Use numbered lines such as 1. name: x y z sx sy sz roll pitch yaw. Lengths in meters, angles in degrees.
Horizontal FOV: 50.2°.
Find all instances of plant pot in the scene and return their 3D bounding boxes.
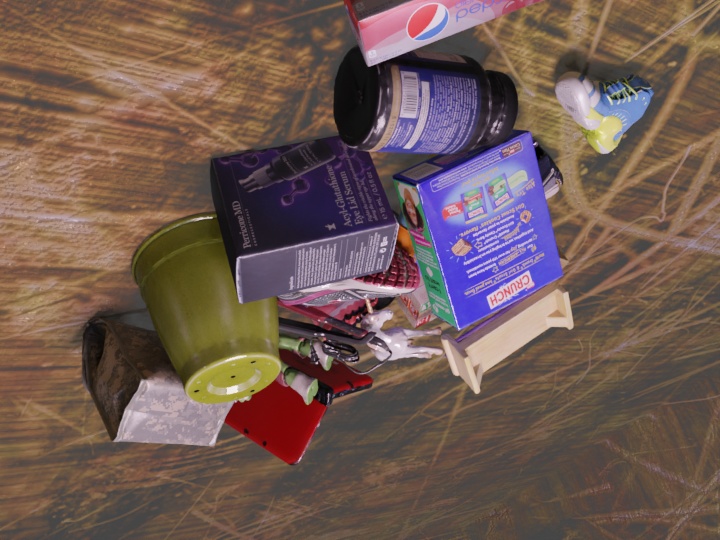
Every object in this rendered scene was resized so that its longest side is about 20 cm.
1. plant pot: -0.188 0.062 1.025 0.197 0.196 0.202 -17 151 -9

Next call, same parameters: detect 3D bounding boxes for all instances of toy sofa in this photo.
1. toy sofa: 0.217 0.084 1.171 0.198 0.098 0.084 -32 130 -9

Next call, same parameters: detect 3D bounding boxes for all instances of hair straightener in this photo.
1. hair straightener: -0.049 0.103 1.142 0.196 0.041 0.078 19 103 -1

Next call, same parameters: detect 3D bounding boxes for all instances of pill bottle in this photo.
1. pill bottle: 0.077 -0.189 0.867 0.197 0.113 0.112 -2 146 -30

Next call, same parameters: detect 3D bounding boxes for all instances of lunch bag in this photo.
1. lunch bag: -0.298 0.151 1.103 0.162 0.200 0.119 15 109 -43

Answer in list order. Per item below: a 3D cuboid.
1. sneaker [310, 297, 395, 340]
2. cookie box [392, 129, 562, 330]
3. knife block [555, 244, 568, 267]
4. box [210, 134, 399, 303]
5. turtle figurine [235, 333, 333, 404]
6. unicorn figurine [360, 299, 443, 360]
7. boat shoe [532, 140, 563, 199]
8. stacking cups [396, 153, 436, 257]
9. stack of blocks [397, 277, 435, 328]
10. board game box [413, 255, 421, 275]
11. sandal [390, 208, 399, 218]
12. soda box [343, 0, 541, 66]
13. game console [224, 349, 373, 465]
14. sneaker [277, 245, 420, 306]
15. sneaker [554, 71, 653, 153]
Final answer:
1. sneaker: -0.006 0.027 1.224 0.199 0.087 0.074 -33 155 -33
2. cookie box: 0.152 -0.054 0.978 0.169 0.075 0.203 -25 112 -14
3. knife block: 0.238 -0.034 1.144 0.197 0.064 0.177 -26 154 -19
4. box: -0.072 -0.066 0.936 0.196 0.150 0.105 -13 151 -15
5. turtle figurine: -0.146 0.143 1.221 0.144 0.191 0.203 -40 148 -64
6. unicorn figurine: 0.058 0.107 1.209 0.134 0.075 0.201 1 150 -9
7. boat shoe: 0.199 -0.113 1.129 0.198 0.075 0.093 -35 145 6
8. stacking cups: 0.079 -0.072 1.035 0.060 0.060 0.202 13 110 -46
9. stack of blocks: 0.162 0.005 1.263 0.197 0.059 0.116 -27 154 -18
10. board game box: 0.000 0.000 1.131 0.196 0.046 0.134 -15 -174 -13
11. sandal: -0.020 -0.044 1.069 0.196 0.054 0.084 -8 109 -26
12. soda box: 0.083 -0.280 0.762 0.197 0.071 0.064 -21 150 0
13. game console: -0.105 0.213 1.282 0.171 0.198 0.121 -6 110 -48
14. sneaker: -0.019 0.008 1.009 0.195 0.082 0.075 2 139 4
15. sneaker: 0.326 -0.234 1.018 0.105 0.076 0.199 -43 154 13
